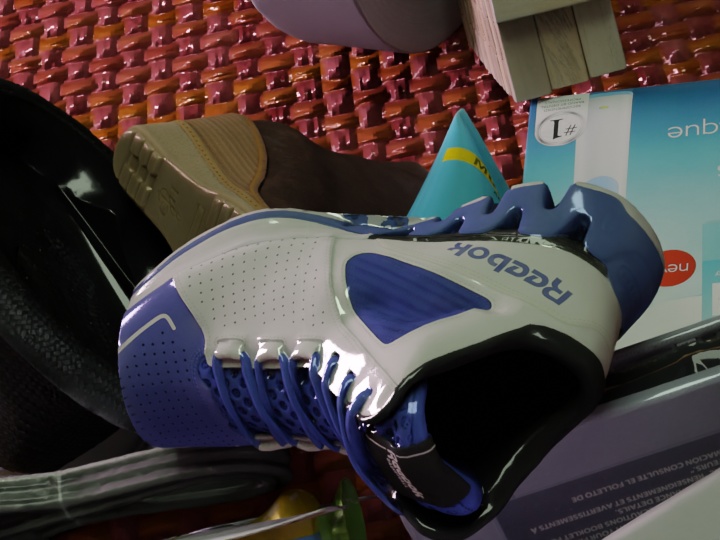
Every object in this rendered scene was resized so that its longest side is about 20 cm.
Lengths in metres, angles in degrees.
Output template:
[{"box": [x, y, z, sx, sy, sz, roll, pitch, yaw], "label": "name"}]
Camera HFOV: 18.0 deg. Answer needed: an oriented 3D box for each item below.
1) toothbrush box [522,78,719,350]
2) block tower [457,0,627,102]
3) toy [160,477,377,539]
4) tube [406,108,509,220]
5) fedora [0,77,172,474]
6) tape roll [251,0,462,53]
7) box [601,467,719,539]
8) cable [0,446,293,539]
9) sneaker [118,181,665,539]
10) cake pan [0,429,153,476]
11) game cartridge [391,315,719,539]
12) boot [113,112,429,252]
[{"box": [0.140, 0.014, 0.937, 0.146, 0.085, 0.200, -5, 43, 15], "label": "toothbrush box"}, {"box": [0.080, -0.125, 1.072, 0.054, 0.058, 0.200, -15, 12, 0], "label": "block tower"}, {"box": [-0.091, 0.129, 0.889, 0.200, 0.115, 0.047, -18, 84, 10], "label": "toy"}, {"box": [0.042, -0.007, 0.944, 0.050, 0.077, 0.200, -20, 14, 18], "label": "tube"}, {"box": [-0.141, 0.013, 0.949, 0.092, 0.201, 0.201, -44, 36, 21], "label": "fedora"}, {"box": [0.008, -0.211, 1.143, 0.066, 0.200, 0.200, 9, 47, 28], "label": "tape roll"}, {"box": [0.097, 0.201, 0.633, 0.199, 0.171, 0.200, -26, 47, -31], "label": "box"}, {"box": [-0.129, 0.081, 0.885, 0.200, 0.097, 0.050, -21, 61, 19], "label": "cable"}, {"box": [0.001, 0.035, 0.777, 0.199, 0.081, 0.115, -12, 31, 20], "label": "sneaker"}, {"box": [-0.181, 0.051, 1.036, 0.200, 0.037, 0.200, -9, 41, 8], "label": "cake pan"}, {"box": [0.122, 0.082, 0.825, 0.200, 0.133, 0.042, -19, 40, 11], "label": "game cartridge"}, {"box": [0.000, 0.000, 0.964, 0.166, 0.072, 0.200, 7, 33, -35], "label": "boot"}]
